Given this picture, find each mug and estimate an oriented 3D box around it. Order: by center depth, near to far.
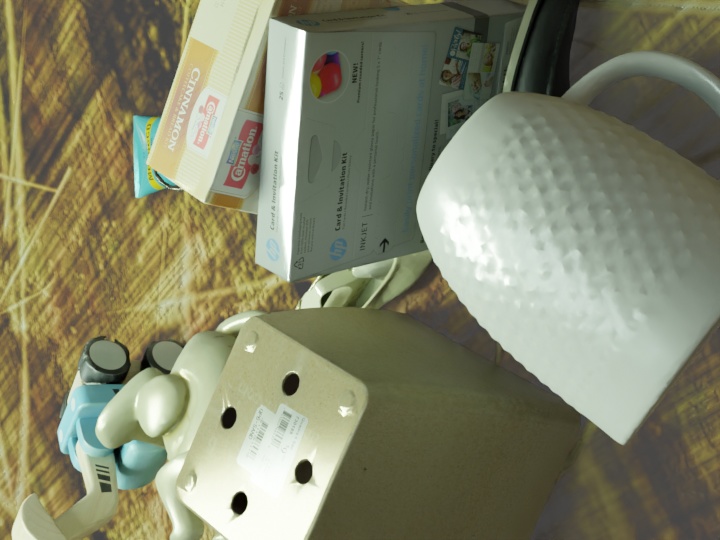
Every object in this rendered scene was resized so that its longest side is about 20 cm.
[{"bbox_3d":[0.141,-0.034,0.788,0.175,0.201,0.148,38,173,14],"label":"mug"}]

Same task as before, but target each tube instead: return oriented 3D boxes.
[{"bbox_3d":[-0.160,-0.109,1.244,0.199,0.050,0.079,0,87,56],"label":"tube"}]

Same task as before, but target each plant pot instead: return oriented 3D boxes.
[{"bbox_3d":[-0.006,0.132,0.949,0.199,0.176,0.202,27,94,45],"label":"plant pot"}]

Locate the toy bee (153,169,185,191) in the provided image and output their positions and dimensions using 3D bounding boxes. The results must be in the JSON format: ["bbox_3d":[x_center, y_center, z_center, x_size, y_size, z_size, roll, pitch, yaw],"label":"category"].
[{"bbox_3d":[-0.053,-0.132,1.072,0.198,0.108,0.133,-8,85,27],"label":"toy bee"}]

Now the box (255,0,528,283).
[{"bbox_3d":[0.026,-0.087,0.885,0.041,0.198,0.158,26,120,42],"label":"box"}]

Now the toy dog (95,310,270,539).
[{"bbox_3d":[-0.092,0.153,1.174,0.194,0.140,0.200,-49,50,-3],"label":"toy dog"}]

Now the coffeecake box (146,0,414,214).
[{"bbox_3d":[-0.022,-0.112,0.910,0.073,0.199,0.155,31,104,42],"label":"coffeecake box"}]

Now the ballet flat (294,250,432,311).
[{"bbox_3d":[0.000,0.000,1.051,0.070,0.069,0.201,58,138,23],"label":"ballet flat"}]

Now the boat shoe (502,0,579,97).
[{"bbox_3d":[0.118,-0.082,0.886,0.062,0.074,0.204,13,105,19],"label":"boat shoe"}]

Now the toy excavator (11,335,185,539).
[{"bbox_3d":[-0.230,0.168,1.267,0.100,0.192,0.201,-60,40,39],"label":"toy excavator"}]
